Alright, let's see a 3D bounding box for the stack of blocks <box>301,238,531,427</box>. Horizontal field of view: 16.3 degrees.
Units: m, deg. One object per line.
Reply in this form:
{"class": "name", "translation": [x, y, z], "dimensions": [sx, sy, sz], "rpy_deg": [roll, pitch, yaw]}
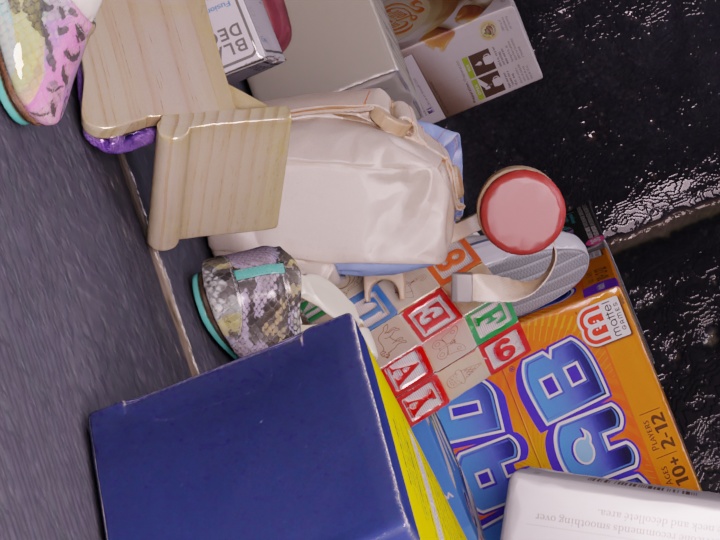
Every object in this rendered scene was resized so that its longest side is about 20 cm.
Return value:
{"class": "stack of blocks", "translation": [0.000, 0.000, 1.498], "dimensions": [0.200, 0.115, 0.059], "rpy_deg": [55, -6, 43]}

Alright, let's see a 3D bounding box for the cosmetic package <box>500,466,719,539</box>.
{"class": "cosmetic package", "translation": [0.169, 0.237, 1.628], "dimensions": [0.166, 0.167, 0.200], "rpy_deg": [28, 71, -82]}

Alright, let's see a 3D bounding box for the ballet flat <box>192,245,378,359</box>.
{"class": "ballet flat", "translation": [-0.027, 0.044, 1.332], "dimensions": [0.200, 0.072, 0.072], "rpy_deg": [59, 11, -62]}

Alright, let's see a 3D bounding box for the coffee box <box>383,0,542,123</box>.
{"class": "coffee box", "translation": [0.043, -0.183, 2.163], "dimensions": [0.114, 0.200, 0.080], "rpy_deg": [-103, 169, -58]}

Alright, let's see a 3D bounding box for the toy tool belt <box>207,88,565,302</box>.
{"class": "toy tool belt", "translation": [0.012, -0.041, 1.402], "dimensions": [0.123, 0.200, 0.125], "rpy_deg": [-75, 165, -81]}

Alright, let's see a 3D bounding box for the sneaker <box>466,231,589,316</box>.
{"class": "sneaker", "translation": [0.061, -0.006, 1.758], "dimensions": [0.073, 0.200, 0.071], "rpy_deg": [102, -29, -45]}

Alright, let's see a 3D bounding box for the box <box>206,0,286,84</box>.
{"class": "box", "translation": [-0.112, -0.205, 1.489], "dimensions": [0.117, 0.060, 0.200], "rpy_deg": [-53, 121, -84]}

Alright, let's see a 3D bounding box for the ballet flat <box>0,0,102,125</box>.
{"class": "ballet flat", "translation": [-0.134, -0.155, 1.035], "dimensions": [0.069, 0.071, 0.200], "rpy_deg": [60, 11, -62]}

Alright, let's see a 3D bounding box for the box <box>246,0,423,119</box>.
{"class": "box", "translation": [-0.043, -0.198, 1.871], "dimensions": [0.128, 0.109, 0.200], "rpy_deg": [50, 19, -74]}

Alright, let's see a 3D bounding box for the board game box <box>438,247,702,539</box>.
{"class": "board game box", "translation": [0.131, 0.122, 1.873], "dimensions": [0.200, 0.200, 0.200], "rpy_deg": [-71, 139, -81]}

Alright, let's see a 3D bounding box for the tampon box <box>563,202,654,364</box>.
{"class": "tampon box", "translation": [0.142, 0.046, 2.258], "dimensions": [0.150, 0.200, 0.126], "rpy_deg": [-95, 162, -75]}

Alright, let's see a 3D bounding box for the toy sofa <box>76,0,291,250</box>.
{"class": "toy sofa", "translation": [-0.102, -0.111, 1.218], "dimensions": [0.083, 0.097, 0.200], "rpy_deg": [101, -22, -50]}

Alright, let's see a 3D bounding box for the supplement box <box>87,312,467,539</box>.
{"class": "supplement box", "translation": [-0.011, 0.132, 0.951], "dimensions": [0.110, 0.109, 0.200], "rpy_deg": [-105, 172, -46]}

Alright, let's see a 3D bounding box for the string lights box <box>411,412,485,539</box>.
{"class": "string lights box", "translation": [0.019, 0.103, 1.598], "dimensions": [0.103, 0.059, 0.200], "rpy_deg": [-103, 171, -61]}
